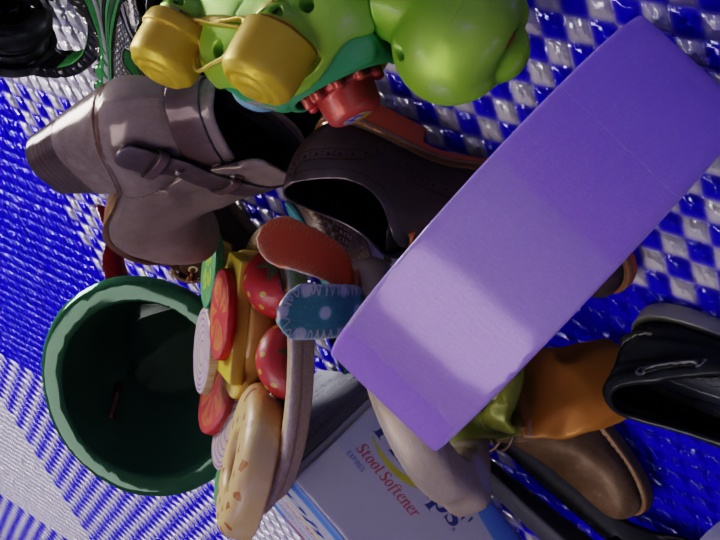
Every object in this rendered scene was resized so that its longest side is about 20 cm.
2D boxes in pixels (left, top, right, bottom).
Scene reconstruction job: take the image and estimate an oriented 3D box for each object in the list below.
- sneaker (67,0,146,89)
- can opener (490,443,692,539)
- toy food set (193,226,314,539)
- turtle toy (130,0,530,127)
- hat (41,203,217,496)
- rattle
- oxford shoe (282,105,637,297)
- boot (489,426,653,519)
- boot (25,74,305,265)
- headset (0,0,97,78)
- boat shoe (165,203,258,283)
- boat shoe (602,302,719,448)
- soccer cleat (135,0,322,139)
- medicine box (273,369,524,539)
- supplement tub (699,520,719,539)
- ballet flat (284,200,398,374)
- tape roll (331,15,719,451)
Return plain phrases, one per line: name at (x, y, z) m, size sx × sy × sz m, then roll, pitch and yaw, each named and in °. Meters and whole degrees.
sneaker at (-0.123, -0.134, 0.887) m, size 0.085 × 0.078 × 0.200 m, roll 20°, pitch 145°, yaw 34°
can opener at (0.152, 0.175, 0.929) m, size 0.200 × 0.063 × 0.079 m, roll 34°, pitch 151°, yaw 22°
toy food set at (-0.076, 0.070, 0.950) m, size 0.198 × 0.048 × 0.201 m, roll -152°, pitch 66°, yaw -72°
turtle toy at (-0.009, -0.128, 0.685) m, size 0.200 × 0.146 × 0.101 m, roll 17°, pitch 163°, yaw 45°
hat at (-0.151, 0.055, 1.145) m, size 0.165 × 0.176 × 0.201 m, roll -4°, pitch 104°, yaw 10°
rattle at (0.055, 0.032, 0.757) m, size 0.143 × 0.130 × 0.200 m, roll -11°, pitch 125°, yaw 30°
oxford shoe at (0.051, -0.023, 0.778) m, size 0.200 × 0.073 × 0.071 m, roll 24°, pitch 144°, yaw 19°
boot at (0.094, 0.094, 0.891) m, size 0.200 × 0.075 × 0.074 m, roll 44°, pitch 151°, yaw 3°
boot at (-0.095, -0.056, 0.850) m, size 0.146 × 0.070 × 0.200 m, roll -9°, pitch 161°, yaw 28°
headset at (-0.252, -0.206, 1.007) m, size 0.199 × 0.094 × 0.124 m, roll 10°, pitch 134°, yaw 27°
boat shoe at (-0.120, -0.027, 1.038) m, size 0.070 × 0.070 × 0.200 m, roll -4°, pitch 127°, yaw 54°
boat shoe at (0.207, 0.074, 0.709) m, size 0.199 × 0.066 × 0.075 m, roll 24°, pitch 145°, yaw 37°
soccer cleat at (-0.078, -0.132, 0.816) m, size 0.067 × 0.081 × 0.200 m, roll 5°, pitch 134°, yaw 53°
medicine box at (0.015, 0.175, 1.042) m, size 0.182 × 0.103 × 0.200 m, roll 51°, pitch 166°, yaw -9°
supplement tub at (0.262, 0.227, 0.754) m, size 0.144 × 0.144 × 0.200 m, roll 0°, pitch 128°, yaw 55°
ballet flat at (0.000, 0.000, 0.900) m, size 0.200 × 0.065 × 0.071 m, roll 76°, pitch 170°, yaw -62°
tape roll at (0.078, -0.015, 0.624) m, size 0.066 × 0.200 × 0.200 m, roll 44°, pitch 153°, yaw 5°
